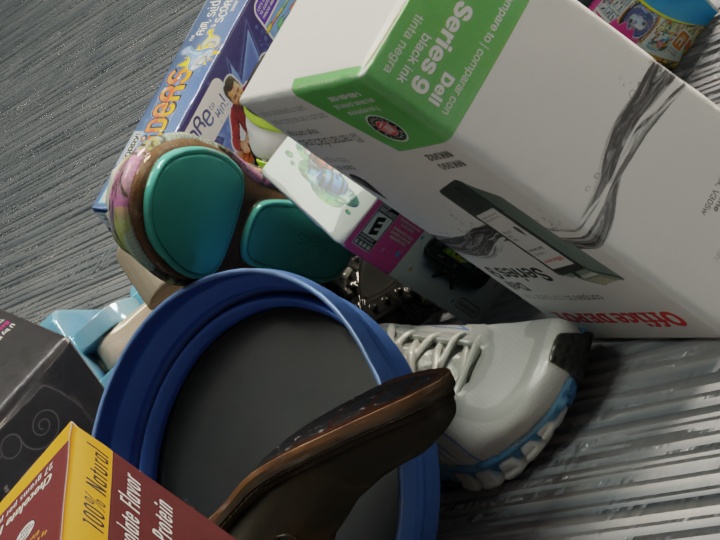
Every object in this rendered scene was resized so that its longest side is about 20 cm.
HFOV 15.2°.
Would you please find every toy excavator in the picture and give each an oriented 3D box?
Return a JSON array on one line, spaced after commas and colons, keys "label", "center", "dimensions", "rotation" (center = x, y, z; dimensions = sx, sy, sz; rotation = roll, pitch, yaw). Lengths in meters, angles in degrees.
[{"label": "toy excavator", "center": [-0.115, 0.034, 1.473], "dimensions": [0.200, 0.100, 0.194], "rotation": [-43, -18, 19]}]

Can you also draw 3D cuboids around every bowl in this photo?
[{"label": "bowl", "center": [-0.045, 0.100, 1.225], "dimensions": [0.200, 0.039, 0.202], "rotation": [-4, 83, 41]}]

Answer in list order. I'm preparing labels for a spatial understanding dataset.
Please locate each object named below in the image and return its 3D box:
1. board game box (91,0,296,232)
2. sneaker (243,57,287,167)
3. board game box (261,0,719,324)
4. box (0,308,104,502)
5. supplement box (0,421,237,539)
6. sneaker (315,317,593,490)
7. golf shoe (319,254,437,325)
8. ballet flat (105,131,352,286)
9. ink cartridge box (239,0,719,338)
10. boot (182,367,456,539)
[{"label": "board game box", "center": [-0.076, -0.073, 1.651], "dimensions": [0.034, 0.136, 0.201], "rotation": [2, 53, 36]}, {"label": "sneaker", "center": [-0.003, -0.096, 1.544], "dimensions": [0.199, 0.071, 0.083], "rotation": [-25, -52, -45]}, {"label": "board game box", "center": [0.065, -0.086, 1.284], "dimensions": [0.064, 0.147, 0.200], "rotation": [40, 95, 31]}, {"label": "box", "center": [-0.212, 0.085, 1.393], "dimensions": [0.199, 0.123, 0.106], "rotation": [19, 60, 47]}, {"label": "supplement box", "center": [-0.077, 0.202, 1.025], "dimensions": [0.133, 0.200, 0.198], "rotation": [-48, 19, 17]}, {"label": "sneaker", "center": [0.026, 0.054, 1.232], "dimensions": [0.200, 0.087, 0.075], "rotation": [-26, 30, 53]}, {"label": "golf shoe", "center": [0.000, 0.000, 1.434], "dimensions": [0.095, 0.078, 0.200], "rotation": [-50, 8, 32]}, {"label": "ballet flat", "center": [-0.075, -0.029, 1.274], "dimensions": [0.071, 0.200, 0.070], "rotation": [21, 95, 29]}, {"label": "ink cartridge box", "center": [0.069, -0.055, 1.137], "dimensions": [0.084, 0.199, 0.146], "rotation": [-60, 18, -12]}, {"label": "boot", "center": [-0.021, 0.123, 1.149], "dimensions": [0.199, 0.097, 0.075], "rotation": [-33, 1, 23]}]
